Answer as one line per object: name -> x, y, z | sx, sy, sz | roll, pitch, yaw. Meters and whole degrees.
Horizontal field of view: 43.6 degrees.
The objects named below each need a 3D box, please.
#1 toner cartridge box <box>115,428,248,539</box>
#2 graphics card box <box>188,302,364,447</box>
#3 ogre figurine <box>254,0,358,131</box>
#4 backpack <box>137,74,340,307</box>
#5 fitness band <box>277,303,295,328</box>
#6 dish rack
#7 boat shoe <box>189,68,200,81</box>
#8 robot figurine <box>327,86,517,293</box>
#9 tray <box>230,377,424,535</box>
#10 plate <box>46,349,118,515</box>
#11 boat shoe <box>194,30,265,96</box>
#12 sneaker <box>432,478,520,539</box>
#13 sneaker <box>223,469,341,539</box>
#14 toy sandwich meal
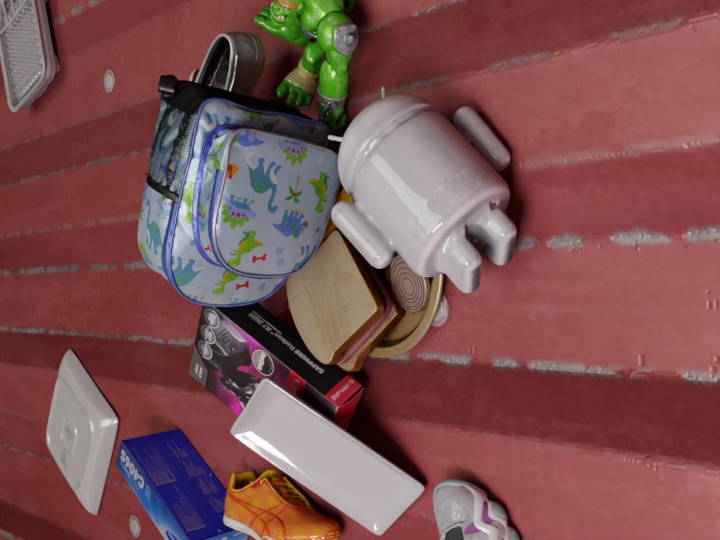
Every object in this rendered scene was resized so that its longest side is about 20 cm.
toner cartridge box -> -0.236, 0.294, 1.184 | 0.199, 0.094, 0.044 | 41, 122, 38
graphics card box -> -0.098, 0.120, 0.991 | 0.199, 0.051, 0.127 | 37, 133, 18
ogre figurine -> -0.055, -0.264, 0.948 | 0.120, 0.096, 0.204 | 126, 142, -56
backpack -> -0.124, -0.066, 0.895 | 0.146, 0.180, 0.204 | 32, 109, 44
fitness band -> -0.125, -0.021, 1.028 | 0.140, 0.037, 0.205 | -4, 101, 15
dish rack -> -0.567, -0.388, 1.535 | 0.170, 0.043, 0.205 | -22, 76, 46
boat shoe -> -0.149, -0.156, 1.072 | 0.062, 0.071, 0.204 | -25, 77, 33
robot figurine -> 0.056, -0.077, 0.807 | 0.201, 0.168, 0.113 | 49, 166, 20
tray -> -0.034, 0.191, 0.935 | 0.198, 0.022, 0.108 | 35, 131, -2
plate -> -0.471, 0.268, 1.489 | 0.199, 0.032, 0.204 | 40, 121, 38
boat shoe -> -0.170, -0.172, 1.006 | 0.072, 0.068, 0.202 | 42, 114, 19
sneaker -> 0.089, 0.287, 0.789 | 0.078, 0.138, 0.202 | -50, 59, 37
sneaker -> -0.098, 0.277, 1.050 | 0.197, 0.072, 0.079 | 4, 86, 45
toy sandwich meal -> 0.000, 0.000, 0.917 | 0.203, 0.069, 0.211 | 5, 97, 47
